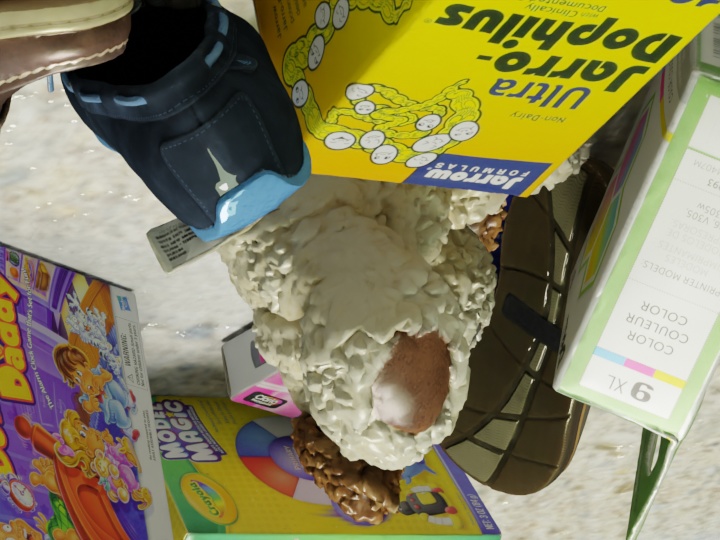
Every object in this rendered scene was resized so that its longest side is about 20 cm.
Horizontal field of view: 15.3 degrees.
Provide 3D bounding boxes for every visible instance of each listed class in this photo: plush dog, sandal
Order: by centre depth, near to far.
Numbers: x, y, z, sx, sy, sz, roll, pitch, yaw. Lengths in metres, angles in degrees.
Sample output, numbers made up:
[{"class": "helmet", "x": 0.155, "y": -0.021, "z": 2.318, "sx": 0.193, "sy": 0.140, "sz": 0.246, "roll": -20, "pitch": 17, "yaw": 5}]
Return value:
[{"class": "plush dog", "x": 0.000, "y": 0.000, "z": 1.104, "sx": 0.160, "sy": 0.201, "sz": 0.172, "roll": 17, "pitch": 150, "yaw": 20}, {"class": "sandal", "x": 0.087, "y": 0.024, "z": 1.225, "sx": 0.054, "sy": 0.082, "sz": 0.201, "roll": -26, "pitch": 143, "yaw": -41}]

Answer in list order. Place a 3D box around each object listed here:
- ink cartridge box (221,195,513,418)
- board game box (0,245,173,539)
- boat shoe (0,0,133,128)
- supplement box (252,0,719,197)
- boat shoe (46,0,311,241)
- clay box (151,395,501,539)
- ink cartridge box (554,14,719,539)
[{"class": "ink cartridge box", "x": 0.035, "y": 0.020, "z": 1.286, "sx": 0.199, "sy": 0.037, "sz": 0.094, "roll": -32, "pitch": 147, "yaw": 31}, {"class": "board game box", "x": -0.145, "y": 0.090, "z": 1.166, "sx": 0.045, "sy": 0.201, "sz": 0.134, "roll": -29, "pitch": 149, "yaw": 31}, {"class": "boat shoe", "x": -0.149, "y": -0.050, "z": 0.900, "sx": 0.199, "sy": 0.072, "sz": 0.072, "roll": -13, "pitch": -169, "yaw": 33}, {"class": "supplement box", "x": 0.054, "y": -0.124, "z": 0.927, "sx": 0.108, "sy": 0.110, "sz": 0.200, "roll": 5, "pitch": 150, "yaw": -29}, {"class": "boat shoe", "x": -0.066, "y": -0.079, "z": 0.929, "sx": 0.084, "sy": 0.200, "sz": 0.069, "roll": -37, "pitch": 118, "yaw": -9}, {"class": "clay box", "x": -0.042, "y": 0.113, "z": 1.341, "sx": 0.199, "sy": 0.115, "sz": 0.048, "roll": 4, "pitch": 122, "yaw": -27}, {"class": "ink cartridge box", "x": 0.124, "y": -0.003, "z": 1.081, "sx": 0.059, "sy": 0.104, "sz": 0.201, "roll": 20, "pitch": 116, "yaw": -1}]
